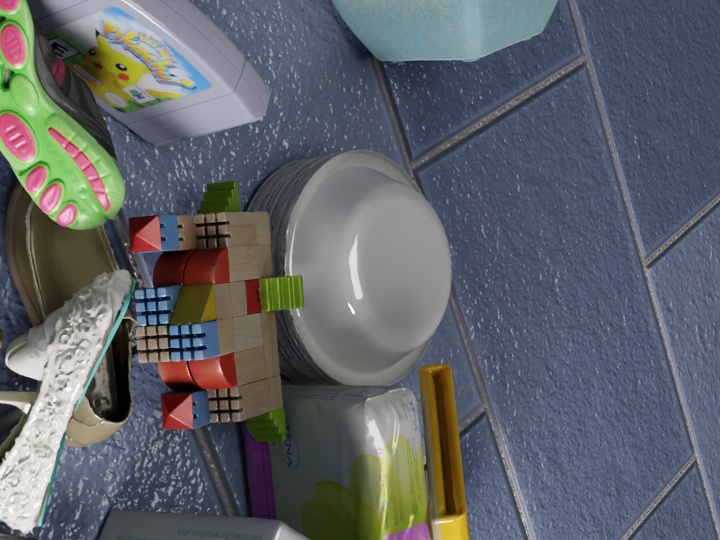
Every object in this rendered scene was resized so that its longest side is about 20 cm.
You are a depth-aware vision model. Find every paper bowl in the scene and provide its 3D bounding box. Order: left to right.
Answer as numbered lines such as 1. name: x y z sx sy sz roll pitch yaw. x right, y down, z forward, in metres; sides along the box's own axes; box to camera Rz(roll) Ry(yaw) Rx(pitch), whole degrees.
1. paper bowl: 0.000 0.000 1.115 0.200 0.104 0.203 6 82 -47

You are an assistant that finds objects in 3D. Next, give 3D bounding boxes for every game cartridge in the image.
1. game cartridge: -0.163 -0.158 0.931 0.200 0.133 0.041 37 54 -38
2. game cartridge: 0.079 0.211 1.129 0.177 0.032 0.201 -92 172 -51

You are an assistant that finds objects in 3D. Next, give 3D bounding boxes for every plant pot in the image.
1. plant pot: 0.075 -0.291 1.158 0.195 0.195 0.202 -27 115 -44

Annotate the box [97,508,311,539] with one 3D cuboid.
1. box: -0.095 0.292 0.925 0.171 0.198 0.201 37 60 -37

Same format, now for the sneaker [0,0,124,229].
1. sneaker: -0.223 -0.119 0.878 0.076 0.084 0.201 -25 103 1

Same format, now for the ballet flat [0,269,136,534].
1. ballet flat: -0.209 0.083 0.862 0.071 0.072 0.201 6 116 -46

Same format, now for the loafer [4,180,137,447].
1. loafer: -0.194 0.025 0.933 0.076 0.067 0.202 -19 102 -45

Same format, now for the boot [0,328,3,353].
1. boot: -0.256 0.011 0.809 0.138 0.200 0.078 13 40 -49

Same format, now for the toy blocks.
1. toy blocks: -0.112 0.035 0.963 0.137 0.099 0.202 -8 94 -69

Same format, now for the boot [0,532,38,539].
1. boot: -0.269 0.226 0.853 0.200 0.069 0.133 38 56 -48

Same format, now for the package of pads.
1. package of pads: -0.017 0.191 1.047 0.068 0.154 0.202 -10 95 -46
